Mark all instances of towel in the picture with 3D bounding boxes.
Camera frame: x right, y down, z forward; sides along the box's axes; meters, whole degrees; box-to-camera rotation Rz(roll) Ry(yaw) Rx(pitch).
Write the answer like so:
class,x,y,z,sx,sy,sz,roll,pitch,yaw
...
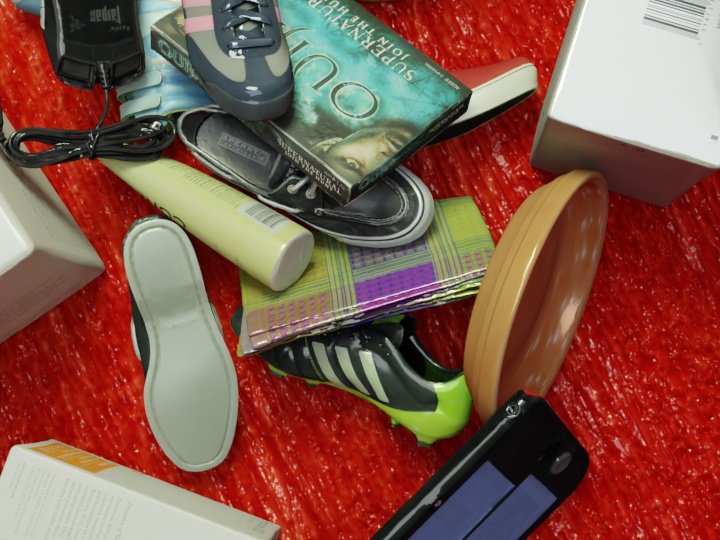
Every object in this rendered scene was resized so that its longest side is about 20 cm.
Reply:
class,x,y,z,sx,sy,sz,roll,pitch,yaw
towel,0.000,0.000,0.958,0.200,0.144,0.023,-16,119,2

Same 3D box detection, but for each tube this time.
class,x,y,z,sx,sy,sz,roll,pitch,yaw
tube,-0.126,-0.053,0.964,0.200,0.058,0.052,32,57,21

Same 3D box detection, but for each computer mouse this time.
class,x,y,z,sx,sy,sz,roll,pitch,yaw
computer mouse,-0.223,-0.169,0.932,0.140,0.046,0.200,-14,96,-24

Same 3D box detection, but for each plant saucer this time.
class,x,y,z,sx,sy,sz,roll,pitch,yaw
plant saucer,0.124,0.020,0.917,0.037,0.200,0.200,20,87,22

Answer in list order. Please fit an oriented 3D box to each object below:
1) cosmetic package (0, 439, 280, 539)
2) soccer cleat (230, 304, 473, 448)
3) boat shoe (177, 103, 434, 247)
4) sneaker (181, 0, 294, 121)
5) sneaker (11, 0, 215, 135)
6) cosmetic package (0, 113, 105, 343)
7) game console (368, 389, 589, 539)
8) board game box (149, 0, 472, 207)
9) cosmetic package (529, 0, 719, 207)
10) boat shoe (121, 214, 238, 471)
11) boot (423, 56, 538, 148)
class,x,y,z,sx,sy,sz,roll,pitch,yaw
cosmetic package,-0.168,0.195,0.962,0.200,0.101,0.071,20,86,3
soccer cleat,-0.003,0.059,0.966,0.200,0.068,0.081,24,115,13
boat shoe,-0.043,-0.074,0.941,0.200,0.068,0.072,26,92,15
sneaker,-0.092,-0.197,0.889,0.070,0.082,0.200,-11,59,-18
sneaker,-0.191,-0.169,1.002,0.200,0.080,0.131,10,85,4
cosmetic package,-0.318,-0.028,0.936,0.165,0.200,0.165,-34,85,-1
game console,0.077,0.182,0.918,0.200,0.177,0.031,-45,61,-1
board game box,-0.037,-0.147,0.931,0.200,0.028,0.135,39,59,17
cosmetic package,0.211,-0.167,0.920,0.123,0.200,0.200,18,87,6
boat shoe,-0.139,0.054,0.991,0.075,0.060,0.200,-7,100,-8
boot,0.028,-0.165,0.996,0.200,0.072,0.144,-18,84,5
